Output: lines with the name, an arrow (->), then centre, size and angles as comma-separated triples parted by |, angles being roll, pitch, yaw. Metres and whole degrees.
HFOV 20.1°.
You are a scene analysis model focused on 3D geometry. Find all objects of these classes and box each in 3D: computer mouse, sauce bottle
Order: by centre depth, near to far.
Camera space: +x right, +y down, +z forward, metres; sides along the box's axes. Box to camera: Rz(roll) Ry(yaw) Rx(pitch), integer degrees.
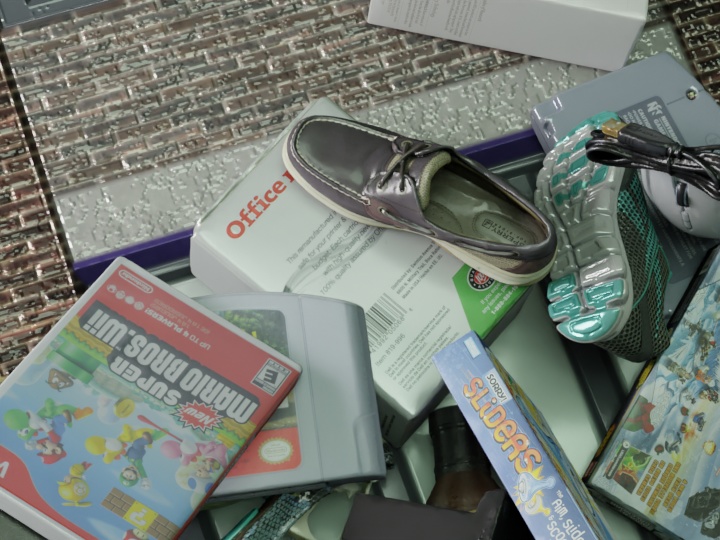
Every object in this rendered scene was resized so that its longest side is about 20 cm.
sauce bottle -> 0.073, 0.190, 1.354 | 0.065, 0.065, 0.201 | -4, 70, -8
computer mouse -> 0.224, -0.052, 1.367 | 0.109, 0.200, 0.044 | 16, 86, 26

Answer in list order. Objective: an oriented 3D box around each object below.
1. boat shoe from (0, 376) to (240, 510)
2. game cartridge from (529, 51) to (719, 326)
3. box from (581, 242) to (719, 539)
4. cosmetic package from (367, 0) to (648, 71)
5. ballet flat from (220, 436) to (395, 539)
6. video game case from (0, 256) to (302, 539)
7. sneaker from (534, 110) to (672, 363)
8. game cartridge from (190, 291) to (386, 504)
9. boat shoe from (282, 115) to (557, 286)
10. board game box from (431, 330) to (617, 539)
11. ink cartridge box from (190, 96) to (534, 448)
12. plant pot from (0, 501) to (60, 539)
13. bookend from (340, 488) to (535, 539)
boat shoe -> -0.162, 0.111, 1.359 | 0.200, 0.063, 0.073 | 15, 69, 0
game cartridge -> 0.225, -0.056, 1.480 | 0.133, 0.040, 0.200 | -23, 74, -10
box -> 0.257, 0.099, 1.401 | 0.137, 0.040, 0.200 | 32, 76, -2
cosmetic package -> 0.113, -0.227, 1.506 | 0.199, 0.085, 0.108 | 9, 66, -1
ballet flat -> -0.050, 0.175, 1.347 | 0.074, 0.074, 0.200 | 40, 72, 9
video game case -> -0.142, 0.088, 1.241 | 0.143, 0.017, 0.200 | 31, 48, 7
sneaker -> 0.175, -0.019, 1.412 | 0.091, 0.077, 0.200 | 35, 45, -36
game cartridge -> -0.090, 0.083, 1.320 | 0.199, 0.041, 0.134 | -8, 73, -1
boat shoe -> 0.043, -0.056, 1.353 | 0.200, 0.065, 0.072 | 28, 69, 5
board game box -> 0.123, 0.146, 1.283 | 0.034, 0.135, 0.200 | -34, 55, 6
ink cartridge box -> 0.000, 0.000, 1.407 | 0.200, 0.083, 0.147 | 41, 71, 8
plant pot -> -0.246, 0.212, 1.252 | 0.199, 0.177, 0.200 | 26, 68, 3
bookend -> -0.013, 0.232, 1.277 | 0.199, 0.092, 0.199 | 6, 64, 24
